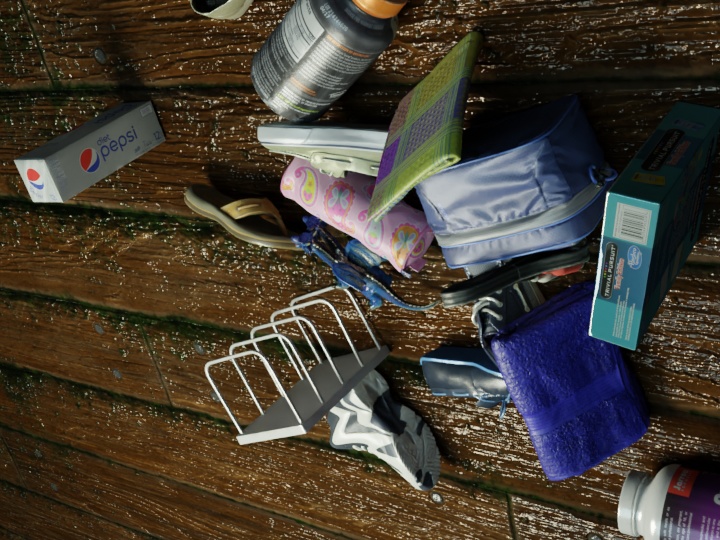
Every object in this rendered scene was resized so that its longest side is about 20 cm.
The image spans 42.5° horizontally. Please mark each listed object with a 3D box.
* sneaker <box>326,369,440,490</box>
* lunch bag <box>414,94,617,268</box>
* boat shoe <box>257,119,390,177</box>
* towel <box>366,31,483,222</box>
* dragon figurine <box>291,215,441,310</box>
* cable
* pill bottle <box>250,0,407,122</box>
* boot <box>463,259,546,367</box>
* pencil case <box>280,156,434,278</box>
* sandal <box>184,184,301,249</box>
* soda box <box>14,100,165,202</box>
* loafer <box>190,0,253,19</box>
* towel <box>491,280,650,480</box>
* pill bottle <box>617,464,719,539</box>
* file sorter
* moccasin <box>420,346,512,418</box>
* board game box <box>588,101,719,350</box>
[{"bbox_3d":[0.022,0.241,1.342,0.199,0.080,0.129,48,141,-7],"label":"sneaker"},{"bbox_3d":[0.167,-0.083,0.956,0.199,0.136,0.133,-11,113,40],"label":"lunch bag"},{"bbox_3d":[-0.024,-0.139,1.073,0.199,0.072,0.062,6,107,12],"label":"boat shoe"},{"bbox_3d":[0.069,-0.149,0.950,0.023,0.201,0.144,32,136,-20],"label":"towel"},{"bbox_3d":[0.000,0.000,1.168,0.200,0.059,0.099,31,167,25],"label":"dragon figurine"},{"bbox_3d":[0.173,0.009,0.974,0.097,0.200,0.051,-2,110,45],"label":"cable"},{"bbox_3d":[-0.030,-0.256,1.004,0.106,0.106,0.200,49,136,-3],"label":"pill bottle"},{"bbox_3d":[0.157,0.027,1.074,0.073,0.090,0.200,-27,102,45],"label":"boot"},{"bbox_3d":[0.000,-0.076,1.126,0.200,0.087,0.088,34,135,11],"label":"pencil case"},{"bbox_3d":[-0.152,-0.080,1.247,0.200,0.080,0.054,29,109,23],"label":"sandal"},{"bbox_3d":[-0.362,-0.163,1.253,0.068,0.200,0.064,4,122,37],"label":"soda box"},{"bbox_3d":[-0.133,-0.352,1.040,0.076,0.068,0.200,44,136,3],"label":"loafer"},{"bbox_3d":[0.244,0.129,1.048,0.201,0.147,0.050,64,168,-17],"label":"towel"},{"bbox_3d":[0.404,0.289,1.058,0.199,0.112,0.113,8,125,32],"label":"pill bottle"},{"bbox_3d":[-0.086,0.122,1.253,0.138,0.200,0.125,-18,104,43],"label":"file sorter"},{"bbox_3d":[0.166,0.139,1.165,0.200,0.080,0.069,6,110,49],"label":"moccasin"},{"bbox_3d":[0.273,-0.046,0.855,0.047,0.200,0.152,18,129,26],"label":"board game box"}]
